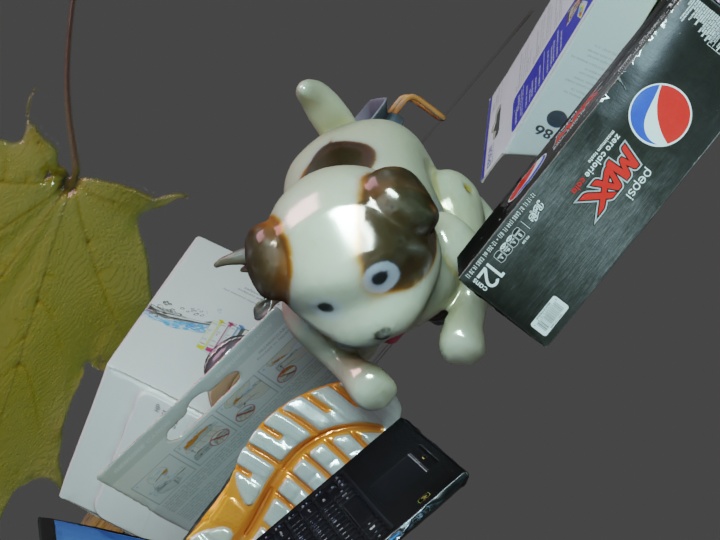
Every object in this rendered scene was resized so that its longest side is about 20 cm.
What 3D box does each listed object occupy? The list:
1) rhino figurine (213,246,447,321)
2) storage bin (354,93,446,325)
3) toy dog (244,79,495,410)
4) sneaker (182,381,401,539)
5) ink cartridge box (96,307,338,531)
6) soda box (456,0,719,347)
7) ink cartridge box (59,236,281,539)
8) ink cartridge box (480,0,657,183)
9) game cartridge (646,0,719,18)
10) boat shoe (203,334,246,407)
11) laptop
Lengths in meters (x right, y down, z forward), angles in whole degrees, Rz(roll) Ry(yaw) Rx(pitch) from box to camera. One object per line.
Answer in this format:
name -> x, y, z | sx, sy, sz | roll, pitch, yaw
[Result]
rhino figurine -> 0.000, 0.000, 1.448 | 0.088, 0.199, 0.060 | 122, 143, -54
storage bin -> 0.031, -0.043, 1.610 | 0.146, 0.134, 0.200 | -52, 6, 0
toy dog -> 0.009, -0.019, 1.288 | 0.139, 0.195, 0.200 | -13, 7, 11
sneaker -> -0.052, 0.142, 1.386 | 0.200, 0.078, 0.077 | -45, -2, 5
ink cartridge box -> -0.080, 0.097, 1.455 | 0.160, 0.047, 0.200 | -43, -31, 3
soda box -> 0.136, -0.059, 1.189 | 0.200, 0.063, 0.071 | -51, 5, 9
ink cartridge box -> -0.119, 0.105, 1.729 | 0.148, 0.144, 0.200 | -67, -4, 36
ink cartridge box -> 0.136, -0.146, 1.374 | 0.100, 0.039, 0.200 | -81, 18, -50
game cartridge -> 0.191, -0.151, 1.310 | 0.200, 0.041, 0.134 | 133, 153, -63
boat shoe -> -0.067, 0.080, 1.561 | 0.072, 0.065, 0.200 | -42, -25, 7
laptop -> -0.063, 0.124, 1.190 | 0.200, 0.103, 0.177 | -40, 11, -4
